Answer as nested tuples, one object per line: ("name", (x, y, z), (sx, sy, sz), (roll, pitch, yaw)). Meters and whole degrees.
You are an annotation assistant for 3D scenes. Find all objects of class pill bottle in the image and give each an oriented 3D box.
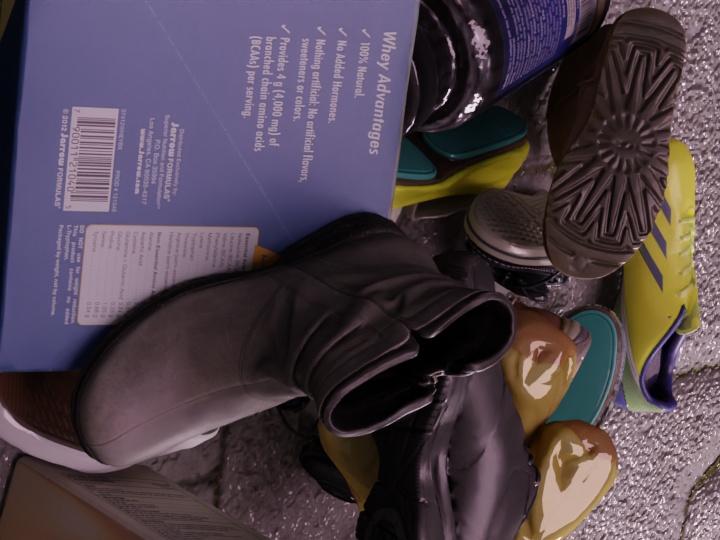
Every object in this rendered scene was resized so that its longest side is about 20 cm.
("pill bottle", (0.056, -0.149, 1.223), (0.200, 0.112, 0.112), (-35, 129, -45))

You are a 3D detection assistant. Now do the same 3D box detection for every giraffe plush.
("giraffe plush", (0.048, 0.126, 1.217), (0.172, 0.162, 0.201), (-6, 90, -14))

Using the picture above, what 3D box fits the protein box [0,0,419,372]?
("protein box", (-0.097, -0.063, 1.060), (0.199, 0.135, 0.199), (0, 107, -24))

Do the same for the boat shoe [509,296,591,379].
("boat shoe", (0.093, 0.048, 1.343), (0.072, 0.200, 0.076), (27, 81, -4))

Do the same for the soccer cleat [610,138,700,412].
("soccer cleat", (0.221, 0.006, 1.499), (0.065, 0.084, 0.201), (-1, 107, -45))

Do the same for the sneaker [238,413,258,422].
("sneaker", (-0.081, -0.011, 1.200), (0.091, 0.076, 0.201), (-2, 98, -39))

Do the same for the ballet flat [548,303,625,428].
("ballet flat", (0.139, 0.120, 1.487), (0.074, 0.074, 0.201), (21, 93, -48))

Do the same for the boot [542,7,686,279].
("boot", (0.150, -0.078, 1.315), (0.066, 0.200, 0.176), (21, 88, -4))

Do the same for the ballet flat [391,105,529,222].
("ballet flat", (0.030, -0.059, 1.296), (0.200, 0.067, 0.067), (-12, 136, -45))

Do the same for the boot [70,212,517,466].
("boot", (-0.035, 0.044, 0.972), (0.200, 0.131, 0.068), (-30, 118, -11))

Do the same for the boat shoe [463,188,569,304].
("boat shoe", (0.108, -0.014, 1.351), (0.062, 0.074, 0.200), (-58, 167, 12))

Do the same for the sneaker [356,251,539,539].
("sneaker", (0.051, 0.089, 1.093), (0.090, 0.076, 0.201), (1, 100, -34))

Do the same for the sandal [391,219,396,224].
("sandal", (0.000, 0.000, 1.198), (0.054, 0.200, 0.082), (4, 95, -6))

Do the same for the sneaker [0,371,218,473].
("sneaker", (-0.159, 0.083, 1.124), (0.200, 0.084, 0.073), (17, 54, -61))

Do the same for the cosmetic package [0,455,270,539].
("cosmetic package", (-0.104, 0.173, 1.146), (0.105, 0.200, 0.071), (11, 99, -46))

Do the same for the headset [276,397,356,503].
("headset", (-0.008, 0.086, 1.324), (0.200, 0.094, 0.124), (14, 92, -63))
